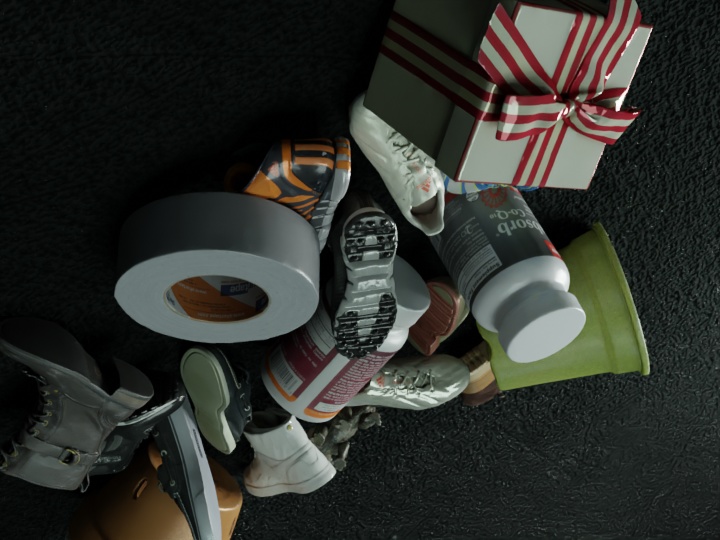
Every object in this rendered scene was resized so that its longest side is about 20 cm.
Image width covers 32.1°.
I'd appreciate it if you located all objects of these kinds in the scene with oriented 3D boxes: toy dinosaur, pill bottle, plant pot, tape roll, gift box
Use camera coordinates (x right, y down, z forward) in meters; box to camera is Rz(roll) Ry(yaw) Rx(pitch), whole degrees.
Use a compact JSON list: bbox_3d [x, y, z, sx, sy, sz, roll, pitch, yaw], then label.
[{"bbox_3d":[-0.019,0.197,1.652,0.077,0.102,0.200,36,103,-15],"label":"toy dinosaur"},{"bbox_3d":[-0.017,0.074,1.445,0.114,0.114,0.200,11,132,-44],"label":"pill bottle"},{"bbox_3d":[-0.240,0.304,1.551,0.200,0.200,0.140,19,108,-48],"label":"plant pot"},{"bbox_3d":[-0.140,0.001,1.237,0.200,0.066,0.200,0,151,0],"label":"tape roll"},{"bbox_3d":[0.160,-0.004,1.384,0.116,0.200,0.116,-19,146,-13],"label":"pill bottle"},{"bbox_3d":[0.130,-0.187,1.101,0.184,0.187,0.200,-5,123,-34],"label":"gift box"},{"bbox_3d":[0.239,0.061,1.565,0.184,0.200,0.200,-18,147,5],"label":"plant pot"}]

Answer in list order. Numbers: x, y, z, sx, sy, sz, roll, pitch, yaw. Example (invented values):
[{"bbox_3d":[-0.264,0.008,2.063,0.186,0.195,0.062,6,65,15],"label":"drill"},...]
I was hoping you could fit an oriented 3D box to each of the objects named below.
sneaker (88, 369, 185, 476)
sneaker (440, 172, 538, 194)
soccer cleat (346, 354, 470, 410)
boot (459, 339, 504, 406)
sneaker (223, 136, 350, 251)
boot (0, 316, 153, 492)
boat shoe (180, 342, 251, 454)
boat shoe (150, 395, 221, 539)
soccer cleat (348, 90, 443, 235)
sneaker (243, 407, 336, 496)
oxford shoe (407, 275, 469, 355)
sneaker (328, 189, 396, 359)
[{"bbox_3d":[-0.278,0.183,1.432,0.200,0.076,0.088,-24,129,10],"label":"sneaker"},{"bbox_3d":[0.144,-0.117,1.273,0.076,0.105,0.200,44,131,-16],"label":"sneaker"},{"bbox_3d":[0.038,0.139,1.573,0.200,0.069,0.078,-5,162,3],"label":"soccer cleat"},{"bbox_3d":[0.216,0.112,1.727,0.200,0.072,0.166,-28,159,-1],"label":"boot"},{"bbox_3d":[-0.083,-0.075,1.246,0.112,0.078,0.200,4,148,-13],"label":"sneaker"},{"bbox_3d":[-0.334,0.152,1.317,0.200,0.069,0.174,32,111,-30],"label":"boot"},{"bbox_3d":[-0.159,0.138,1.480,0.066,0.074,0.199,-44,147,-29],"label":"boat shoe"},{"bbox_3d":[-0.210,0.229,1.456,0.057,0.200,0.069,-18,166,2],"label":"boat shoe"},{"bbox_3d":[0.046,-0.110,1.256,0.069,0.078,0.200,-28,146,3],"label":"soccer cleat"},{"bbox_3d":[-0.116,0.230,1.633,0.074,0.116,0.200,-38,-170,-32],"label":"sneaker"},{"bbox_3d":[0.098,0.039,1.509,0.074,0.071,0.200,-40,173,-18],"label":"oxford shoe"},{"bbox_3d":[0.000,0.000,1.316,0.066,0.091,0.200,-5,129,-11],"label":"sneaker"}]
